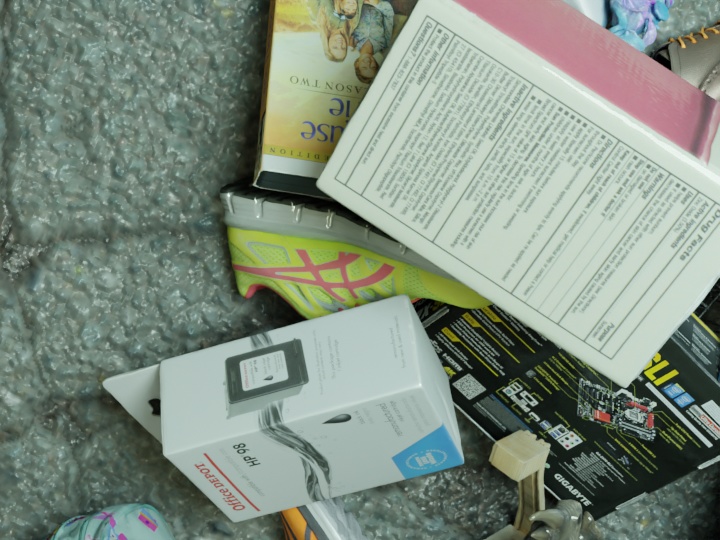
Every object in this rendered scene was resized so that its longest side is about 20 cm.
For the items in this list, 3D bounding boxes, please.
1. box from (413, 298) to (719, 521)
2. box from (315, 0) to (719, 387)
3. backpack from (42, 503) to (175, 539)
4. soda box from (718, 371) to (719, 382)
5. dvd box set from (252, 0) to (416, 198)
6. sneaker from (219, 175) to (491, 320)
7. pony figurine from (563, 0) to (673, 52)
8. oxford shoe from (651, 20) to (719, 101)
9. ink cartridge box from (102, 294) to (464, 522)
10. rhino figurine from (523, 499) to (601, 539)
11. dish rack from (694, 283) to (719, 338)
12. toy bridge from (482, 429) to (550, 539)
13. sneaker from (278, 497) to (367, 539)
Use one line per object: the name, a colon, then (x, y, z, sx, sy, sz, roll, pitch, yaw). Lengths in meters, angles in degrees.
box: (0.144, 0.064, 0.813, 0.200, 0.049, 0.160, 42, 127, -12)
box: (0.099, -0.059, 0.654, 0.199, 0.109, 0.128, 33, 121, 1)
backpack: (-0.145, 0.252, 0.780, 0.126, 0.167, 0.201, -34, 88, 6)
soda box: (0.293, -0.003, 0.790, 0.068, 0.064, 0.201, 34, 61, -20)
dvd box set: (0.013, -0.138, 0.768, 0.145, 0.029, 0.201, 8, 70, -11)
sneaker: (0.000, 0.000, 0.782, 0.199, 0.078, 0.091, 15, 111, 28)
pony figurine: (0.135, -0.204, 0.755, 0.200, 0.166, 0.194, -30, 126, -45)
oxford shoe: (0.245, -0.144, 0.836, 0.073, 0.071, 0.200, 36, 91, -9)
ink cartridge box: (-0.047, 0.094, 0.764, 0.199, 0.067, 0.116, -16, 145, 10)
rhino figurine: (0.133, 0.210, 0.831, 0.087, 0.060, 0.200, -34, 142, -7)
dish rack: (0.251, 0.024, 0.872, 0.153, 0.055, 0.200, 44, 87, -15)
toy bridge: (0.096, 0.199, 0.857, 0.067, 0.027, 0.201, -17, 127, -47)
sneaker: (-0.035, 0.233, 0.835, 0.112, 0.078, 0.201, -29, 94, 3)
